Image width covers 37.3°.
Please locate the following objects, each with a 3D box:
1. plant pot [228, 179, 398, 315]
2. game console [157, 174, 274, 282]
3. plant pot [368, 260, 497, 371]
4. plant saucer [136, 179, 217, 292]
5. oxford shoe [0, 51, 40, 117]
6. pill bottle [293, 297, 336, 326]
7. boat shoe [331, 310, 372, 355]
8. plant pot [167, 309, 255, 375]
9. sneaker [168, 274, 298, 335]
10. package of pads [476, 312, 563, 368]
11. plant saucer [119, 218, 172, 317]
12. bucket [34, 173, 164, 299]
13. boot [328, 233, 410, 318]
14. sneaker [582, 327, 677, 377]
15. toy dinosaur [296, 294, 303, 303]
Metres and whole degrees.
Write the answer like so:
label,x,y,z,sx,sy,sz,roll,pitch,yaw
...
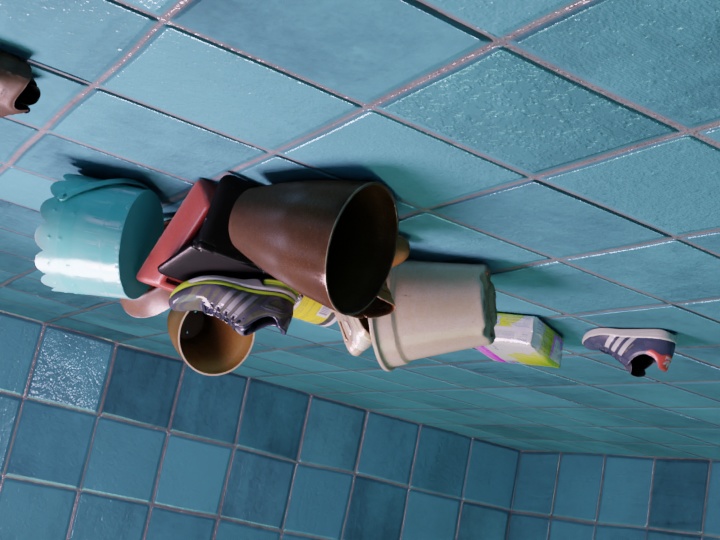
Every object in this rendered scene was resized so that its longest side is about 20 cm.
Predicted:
label,x,y,z,sx,sy,sz,roll,pitch,yaw
plant pot,-0.078,-0.051,1.499,0.200,0.187,0.187,15,170,29
game console,-0.180,-0.041,1.637,0.200,0.176,0.116,21,178,-37
plant pot,0.126,0.063,1.767,0.183,0.201,0.200,-4,162,17
plant saucer,-0.217,-0.024,1.678,0.200,0.200,0.037,22,-157,-37
oxford shoe,-0.447,-0.213,1.329,0.084,0.073,0.200,15,166,-21
pill bottle,-0.128,0.022,1.917,0.200,0.114,0.114,20,164,-31
boat shoe,-0.024,0.056,1.831,0.072,0.200,0.065,18,127,-41
plant pot,-0.371,0.132,2.474,0.186,0.187,0.200,20,176,-32
sneaker,-0.195,0.056,1.624,0.200,0.081,0.074,0,155,5
package of pads,0.311,0.140,2.129,0.154,0.068,0.200,4,165,30
plant saucer,-0.337,-0.014,1.790,0.200,0.200,0.034,0,148,40
bucket,-0.405,-0.051,1.685,0.135,0.207,0.207,9,166,10
boot,0.018,0.011,1.613,0.200,0.074,0.155,-11,-144,-27
sneaker,0.498,0.157,2.010,0.075,0.085,0.200,21,163,-35
toy dinosaur,-0.128,0.018,1.766,0.200,0.136,0.102,-5,126,25
